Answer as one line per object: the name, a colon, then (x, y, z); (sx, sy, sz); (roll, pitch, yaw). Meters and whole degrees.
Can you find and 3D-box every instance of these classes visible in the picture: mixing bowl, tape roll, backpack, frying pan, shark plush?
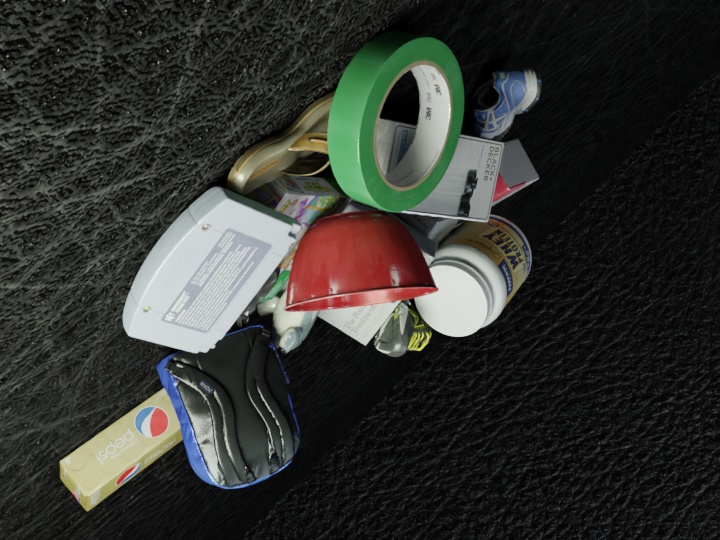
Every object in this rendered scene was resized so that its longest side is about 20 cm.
mixing bowl: (-0.005, -0.013, 1.086); (0.200, 0.109, 0.200); (-6, 173, -1)
tape roll: (0.045, -0.170, 0.979); (0.200, 0.048, 0.201); (-27, 127, -43)
backpack: (-0.176, 0.196, 1.186); (0.162, 0.200, 0.168); (-20, 175, -21)
frying pan: (-0.154, 0.043, 1.077); (0.115, 0.031, 0.190); (-28, 155, -45)
shark plush: (-0.070, 0.035, 1.218); (0.083, 0.091, 0.200); (17, 109, -50)

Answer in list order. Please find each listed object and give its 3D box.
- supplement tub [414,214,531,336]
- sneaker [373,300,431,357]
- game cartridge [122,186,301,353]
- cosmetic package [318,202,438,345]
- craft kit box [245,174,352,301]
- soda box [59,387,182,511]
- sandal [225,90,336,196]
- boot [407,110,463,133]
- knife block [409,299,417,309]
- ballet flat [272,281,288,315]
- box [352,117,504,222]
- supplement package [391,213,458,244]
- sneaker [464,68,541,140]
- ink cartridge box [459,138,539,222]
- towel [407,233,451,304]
supplement tub: (0.182, 0.007, 1.373); (0.200, 0.144, 0.145); (-42, 169, -52)
sneaker: (0.076, 0.092, 1.334); (0.075, 0.085, 0.200); (-56, -175, 15)
game cartridge: (-0.171, 0.002, 0.945); (0.133, 0.041, 0.200); (20, 114, -48)
cosmetic package: (0.000, 0.000, 1.292); (0.200, 0.151, 0.052); (-54, -175, 31)
craft kit box: (-0.118, -0.036, 1.090); (0.200, 0.049, 0.197); (-50, 162, 19)
soda box: (-0.332, 0.252, 1.233); (0.200, 0.068, 0.064); (-35, 163, -35)
sandal: (-0.061, -0.134, 0.950); (0.200, 0.054, 0.080); (-38, 164, -26)
boot: (0.087, -0.125, 1.217); (0.158, 0.079, 0.211); (-44, 126, -19)
knife block: (0.114, 0.003, 1.520); (0.064, 0.175, 0.200); (-51, 177, 25)
ballet flat: (-0.081, -0.001, 1.242); (0.069, 0.069, 0.200); (-26, 156, -52)
box: (0.093, -0.132, 1.129); (0.200, 0.060, 0.117); (4, 101, -39)
supplement package: (0.054, -0.055, 1.365); (0.200, 0.117, 0.117); (-53, 165, 29)
sneaker: (0.207, -0.261, 1.355); (0.077, 0.076, 0.200); (4, 154, -20)
ink cartridge box: (0.182, -0.135, 1.456); (0.200, 0.084, 0.145); (-31, 176, 34)
towel: (0.099, -0.007, 1.598); (0.200, 0.144, 0.023); (-47, 134, 14)
